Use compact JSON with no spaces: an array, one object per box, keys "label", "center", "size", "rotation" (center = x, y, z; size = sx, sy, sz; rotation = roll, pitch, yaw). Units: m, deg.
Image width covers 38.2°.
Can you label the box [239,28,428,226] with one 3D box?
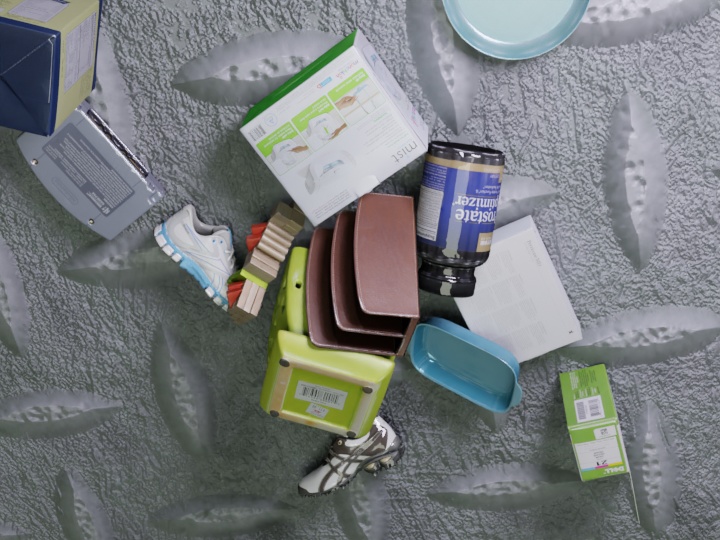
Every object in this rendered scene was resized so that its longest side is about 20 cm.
[{"label":"box","center":[-0.033,-0.193,1.423],"size":[0.199,0.097,0.177],"rotation":[-33,110,19]}]

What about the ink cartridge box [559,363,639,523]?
[{"label":"ink cartridge box","center":[0.367,0.272,1.592],"size":[0.075,0.148,0.203],"rotation":[-13,115,12]}]

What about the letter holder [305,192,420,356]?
[{"label":"letter holder","center":[0.000,0.000,1.419],"size":[0.140,0.203,0.101],"rotation":[6,144,-9]}]

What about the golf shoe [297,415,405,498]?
[{"label":"golf shoe","center":[-0.027,0.300,1.694],"size":[0.198,0.078,0.095],"rotation":[-28,94,16]}]

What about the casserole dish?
[{"label":"casserole dish","center":[0.160,0.137,1.563],"size":[0.198,0.039,0.122],"rotation":[26,139,21]}]

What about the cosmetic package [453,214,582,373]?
[{"label":"cosmetic package","center":[0.223,0.038,1.542],"size":[0.149,0.052,0.202],"rotation":[-21,113,18]}]

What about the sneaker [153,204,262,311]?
[{"label":"sneaker","center":[-0.210,-0.016,1.545],"size":[0.086,0.075,0.200],"rotation":[-41,108,14]}]

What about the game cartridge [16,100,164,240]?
[{"label":"game cartridge","center":[-0.397,-0.147,1.514],"size":[0.133,0.041,0.201],"rotation":[-35,109,16]}]

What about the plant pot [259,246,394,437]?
[{"label":"plant pot","center":[-0.041,0.115,1.504],"size":[0.197,0.183,0.200],"rotation":[16,136,-3]}]

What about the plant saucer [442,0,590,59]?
[{"label":"plant saucer","center":[0.203,-0.377,1.349],"size":[0.196,0.028,0.203],"rotation":[2,117,3]}]

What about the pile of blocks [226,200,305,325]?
[{"label":"pile of blocks","center":[-0.151,-0.022,1.511],"size":[0.062,0.082,0.202],"rotation":[31,83,-23]}]

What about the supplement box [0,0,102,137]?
[{"label":"supplement box","center":[-0.462,-0.291,1.353],"size":[0.197,0.201,0.136],"rotation":[13,118,-2]}]

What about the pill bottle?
[{"label":"pill bottle","center":[0.132,-0.071,1.437],"size":[0.110,0.112,0.204],"rotation":[8,102,1]}]
